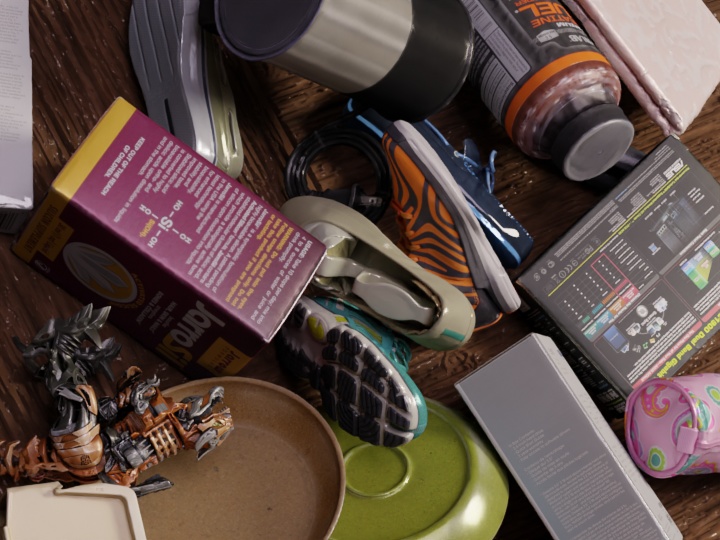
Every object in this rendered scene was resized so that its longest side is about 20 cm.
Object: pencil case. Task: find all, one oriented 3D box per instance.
[{"bbox_3d":[0.308,0.130,1.755,0.200,0.087,0.088,5,64,-42],"label":"pencil case"}]

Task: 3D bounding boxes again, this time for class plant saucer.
[{"bbox_3d":[-0.107,0.170,1.559,0.200,0.035,0.200,-5,52,6],"label":"plant saucer"},{"bbox_3d":[0.012,0.159,1.600,0.200,0.031,0.200,-4,43,4],"label":"plant saucer"}]

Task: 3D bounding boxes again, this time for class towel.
[{"bbox_3d":[0.256,-0.229,1.911,0.191,0.032,0.200,51,35,-6],"label":"towel"}]

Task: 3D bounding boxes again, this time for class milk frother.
[{"bbox_3d":[-0.031,-0.148,1.671,0.188,0.180,0.200,18,62,-48],"label":"milk frother"}]

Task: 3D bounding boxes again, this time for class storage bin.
[{"bbox_3d":[-0.202,0.262,1.416,0.094,0.200,0.199,-6,70,-25],"label":"storage bin"}]

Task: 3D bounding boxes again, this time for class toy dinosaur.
[{"bbox_3d":[-0.199,0.106,1.546,0.200,0.102,0.136,-4,67,-25],"label":"toy dinosaur"}]

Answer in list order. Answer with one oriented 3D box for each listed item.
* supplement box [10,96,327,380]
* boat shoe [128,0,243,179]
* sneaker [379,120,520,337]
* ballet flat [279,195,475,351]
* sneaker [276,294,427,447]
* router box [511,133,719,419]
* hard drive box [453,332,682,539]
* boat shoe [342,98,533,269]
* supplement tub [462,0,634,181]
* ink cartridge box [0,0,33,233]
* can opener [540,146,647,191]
[{"bbox_3d":[-0.147,-0.016,1.614,0.200,0.131,0.103,35,58,-6],"label":"supplement box"},{"bbox_3d":[-0.142,-0.161,1.731,0.062,0.072,0.200,12,63,-48],"label":"boat shoe"},{"bbox_3d":[0.042,-0.018,1.690,0.112,0.078,0.200,-29,117,3],"label":"sneaker"},{"bbox_3d":[0.000,0.000,1.643,0.200,0.070,0.069,30,52,26],"label":"ballet flat"},{"bbox_3d":[0.005,0.067,1.627,0.080,0.078,0.200,-3,26,-26],"label":"sneaker"},{"bbox_3d":[0.242,0.005,1.792,0.200,0.062,0.150,-42,88,-15],"label":"router box"},{"bbox_3d":[0.166,0.152,1.662,0.077,0.156,0.200,-33,82,6],"label":"hard drive box"},{"bbox_3d":[0.077,-0.088,1.779,0.200,0.084,0.069,45,68,-3],"label":"boat shoe"},{"bbox_3d":[0.152,-0.169,1.809,0.107,0.107,0.200,-15,55,-30],"label":"supplement tub"},{"bbox_3d":[-0.312,-0.132,1.639,0.109,0.050,0.200,6,63,-22],"label":"ink cartridge box"},{"bbox_3d":[0.245,-0.080,1.867,0.200,0.063,0.079,30,42,-8],"label":"can opener"}]
